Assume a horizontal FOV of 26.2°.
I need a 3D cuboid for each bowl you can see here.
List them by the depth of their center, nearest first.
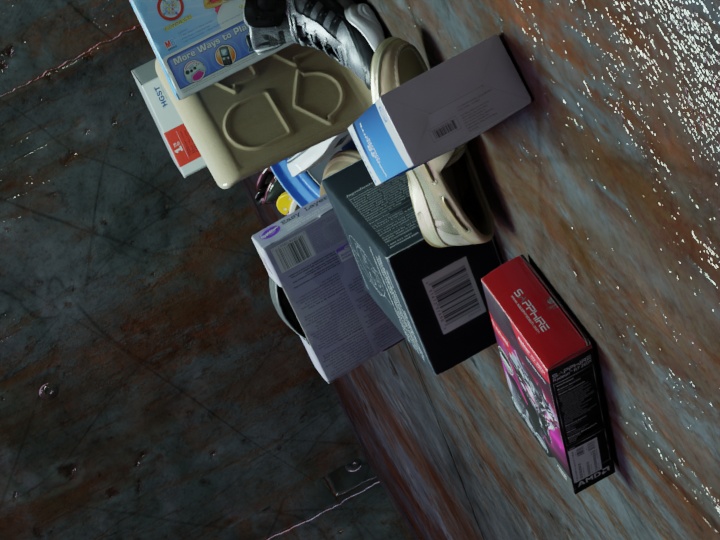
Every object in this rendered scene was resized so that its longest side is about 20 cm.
[{"bbox_3d":[-0.053,-0.143,1.938,0.200,0.039,0.201,39,152,26],"label":"bowl"}]

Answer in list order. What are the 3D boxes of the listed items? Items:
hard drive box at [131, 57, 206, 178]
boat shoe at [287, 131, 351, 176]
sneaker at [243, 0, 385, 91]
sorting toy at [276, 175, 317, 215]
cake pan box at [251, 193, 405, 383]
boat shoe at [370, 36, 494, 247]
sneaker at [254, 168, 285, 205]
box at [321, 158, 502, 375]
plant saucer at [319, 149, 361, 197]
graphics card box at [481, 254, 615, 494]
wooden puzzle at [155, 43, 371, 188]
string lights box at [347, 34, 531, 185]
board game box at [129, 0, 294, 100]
[{"bbox_3d":[-0.200,-0.251,2.194,0.157,0.199,0.077,66,172,-31],"label":"hard drive box"},{"bbox_3d":[-0.049,-0.166,1.758,0.068,0.071,0.200,56,160,2],"label":"boat shoe"},{"bbox_3d":[-0.048,-0.231,1.514,0.201,0.113,0.076,59,173,26],"label":"sneaker"},{"bbox_3d":[-0.057,-0.125,2.153,0.201,0.106,0.181,70,-171,-46],"label":"sorting toy"},{"bbox_3d":[0.000,0.000,1.681,0.185,0.199,0.052,63,171,-25],"label":"cake pan box"},{"bbox_3d":[0.067,-0.113,1.361,0.065,0.072,0.202,0,119,40],"label":"boat shoe"},{"bbox_3d":[-0.100,-0.112,2.322,0.076,0.115,0.201,56,170,42],"label":"sneaker"},{"bbox_3d":[0.060,-0.018,1.550,0.200,0.106,0.149,50,166,57],"label":"box"},{"bbox_3d":[0.016,-0.048,1.818,0.200,0.029,0.201,40,148,30],"label":"plant saucer"},{"bbox_3d":[0.171,0.097,1.401,0.126,0.051,0.201,56,171,41],"label":"graphics card box"},{"bbox_3d":[-0.096,-0.194,1.648,0.186,0.199,0.046,59,172,25],"label":"wooden puzzle"},{"bbox_3d":[0.057,-0.120,1.214,0.059,0.102,0.200,62,173,-2],"label":"string lights box"},{"bbox_3d":[-0.144,-0.308,1.585,0.197,0.199,0.056,65,174,-17],"label":"board game box"}]
